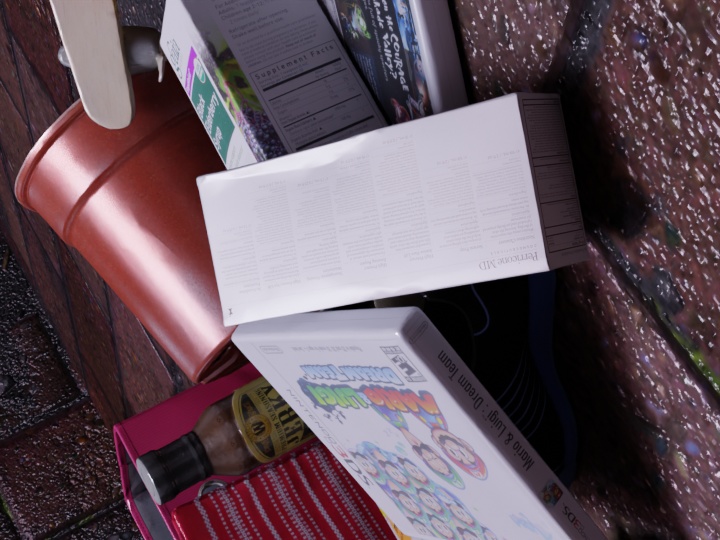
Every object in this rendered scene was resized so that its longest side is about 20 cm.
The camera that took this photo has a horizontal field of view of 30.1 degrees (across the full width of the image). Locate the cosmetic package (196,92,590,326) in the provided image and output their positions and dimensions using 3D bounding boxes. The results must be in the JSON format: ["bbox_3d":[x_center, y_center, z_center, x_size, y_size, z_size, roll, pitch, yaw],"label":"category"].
[{"bbox_3d":[0.012,-0.027,0.674,0.198,0.050,0.084,-10,89,35],"label":"cosmetic package"}]

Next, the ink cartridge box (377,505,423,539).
[{"bbox_3d":[0.048,0.138,0.937,0.201,0.067,0.115,59,160,16],"label":"ink cartridge box"}]

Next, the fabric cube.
[{"bbox_3d":[-0.079,0.203,1.162,0.197,0.198,0.201,57,160,21],"label":"fabric cube"}]

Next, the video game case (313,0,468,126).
[{"bbox_3d":[-0.003,-0.164,0.761,0.182,0.023,0.202,36,146,56],"label":"video game case"}]

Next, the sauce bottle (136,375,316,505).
[{"bbox_3d":[-0.078,0.120,1.050,0.065,0.199,0.065,49,157,30],"label":"sauce bottle"}]

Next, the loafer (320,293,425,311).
[{"bbox_3d":[0.000,0.000,0.886,0.201,0.069,0.076,54,159,27],"label":"loafer"}]

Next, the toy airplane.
[{"bbox_3d":[-0.178,-0.222,0.874,0.199,0.141,0.200,40,120,2],"label":"toy airplane"}]

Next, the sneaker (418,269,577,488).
[{"bbox_3d":[0.071,0.062,0.762,0.070,0.077,0.202,39,149,51],"label":"sneaker"}]

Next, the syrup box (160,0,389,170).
[{"bbox_3d":[-0.041,-0.087,0.797,0.201,0.081,0.079,60,159,11],"label":"syrup box"}]

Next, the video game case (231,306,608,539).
[{"bbox_3d":[0.029,0.095,0.761,0.182,0.024,0.199,51,155,-18],"label":"video game case"}]

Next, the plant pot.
[{"bbox_3d":[-0.120,-0.035,1.007,0.196,0.200,0.201,52,160,8],"label":"plant pot"}]

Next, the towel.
[{"bbox_3d":[-0.030,0.204,1.030,0.145,0.199,0.023,56,152,23],"label":"towel"}]
